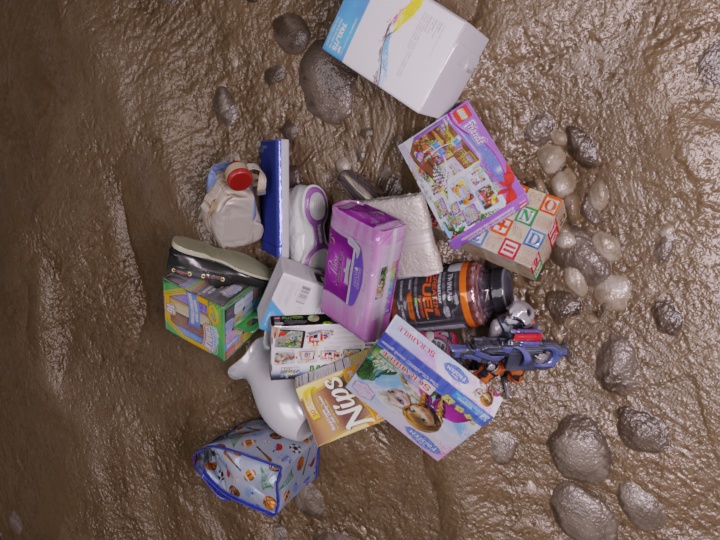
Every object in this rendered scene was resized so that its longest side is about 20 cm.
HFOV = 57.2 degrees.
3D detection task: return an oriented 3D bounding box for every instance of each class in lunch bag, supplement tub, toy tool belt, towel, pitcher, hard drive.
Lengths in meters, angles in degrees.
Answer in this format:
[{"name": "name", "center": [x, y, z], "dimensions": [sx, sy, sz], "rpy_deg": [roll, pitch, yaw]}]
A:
[{"name": "lunch bag", "center": [-0.197, 0.364, 1.268], "dimensions": [0.195, 0.169, 0.128], "rpy_deg": [13, 102, 22]}, {"name": "supplement tub", "center": [0.149, 0.043, 1.088], "dimensions": [0.195, 0.106, 0.111], "rpy_deg": [-9, 94, 26]}, {"name": "toy tool belt", "center": [-0.240, -0.147, 1.223], "dimensions": [0.203, 0.121, 0.125], "rpy_deg": [104, 149, -48]}, {"name": "towel", "center": [0.039, -0.056, 1.089], "dimensions": [0.196, 0.034, 0.136], "rpy_deg": [-2, 112, 43]}, {"name": "pitcher", "center": [-0.141, 0.202, 1.252], "dimensions": [0.199, 0.120, 0.174], "rpy_deg": [41, 107, 28]}, {"name": "hard drive", "center": [-0.158, -0.134, 1.213], "dimensions": [0.131, 0.025, 0.207], "rpy_deg": [-158, 68, -67]}]

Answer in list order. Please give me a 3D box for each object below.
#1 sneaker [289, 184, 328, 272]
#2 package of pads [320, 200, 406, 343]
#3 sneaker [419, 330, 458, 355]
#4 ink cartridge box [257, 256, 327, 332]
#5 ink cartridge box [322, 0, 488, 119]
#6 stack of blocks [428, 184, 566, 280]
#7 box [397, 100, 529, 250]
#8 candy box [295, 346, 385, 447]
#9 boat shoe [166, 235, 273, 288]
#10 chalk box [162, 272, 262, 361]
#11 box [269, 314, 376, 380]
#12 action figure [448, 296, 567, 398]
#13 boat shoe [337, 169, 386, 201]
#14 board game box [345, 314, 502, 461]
[{"name": "sneaker", "center": [-0.103, -0.059, 1.228], "dimensions": [0.098, 0.073, 0.207], "rpy_deg": [15, 108, 47]}, {"name": "package of pads", "center": [0.000, 0.000, 1.063], "dimensions": [0.119, 0.075, 0.206], "rpy_deg": [28, 122, 36]}, {"name": "sneaker", "center": [0.131, 0.191, 1.110], "dimensions": [0.072, 0.082, 0.205], "rpy_deg": [-6, 125, 1]}, {"name": "ink cartridge box", "center": [-0.075, 0.069, 1.190], "dimensions": [0.195, 0.067, 0.118], "rpy_deg": [20, 110, -22]}, {"name": "ink cartridge box", "center": [0.074, -0.358, 1.045], "dimensions": [0.198, 0.146, 0.148], "rpy_deg": [37, 110, 17]}, {"name": "stack of blocks", "center": [0.209, -0.082, 1.042], "dimensions": [0.197, 0.059, 0.117], "rpy_deg": [25, 81, 30]}, {"name": "box", "center": [0.157, -0.151, 1.035], "dimensions": [0.135, 0.039, 0.204], "rpy_deg": [-30, 60, 11]}, {"name": "candy box", "center": [-0.005, 0.212, 1.155], "dimensions": [0.195, 0.055, 0.118], "rpy_deg": [-21, 104, -3]}, {"name": "boat shoe", "center": [-0.257, -0.003, 1.218], "dimensions": [0.196, 0.074, 0.065], "rpy_deg": [16, 109, -15]}, {"name": "chalk box", "center": [-0.265, 0.075, 1.269], "dimensions": [0.196, 0.124, 0.127], "rpy_deg": [24, 126, 22]}, {"name": "box", "center": [-0.063, 0.133, 1.166], "dimensions": [0.193, 0.035, 0.113], "rpy_deg": [-1, 117, -13]}, {"name": "action figure", "center": [0.206, 0.122, 1.028], "dimensions": [0.194, 0.106, 0.197], "rpy_deg": [8, 126, -19]}, {"name": "boat shoe", "center": [0.024, -0.091, 1.148], "dimensions": [0.200, 0.074, 0.074], "rpy_deg": [47, 113, 14]}, {"name": "board game box", "center": [0.089, 0.189, 1.022], "dimensions": [0.198, 0.041, 0.201], "rpy_deg": [37, 142, 5]}]
